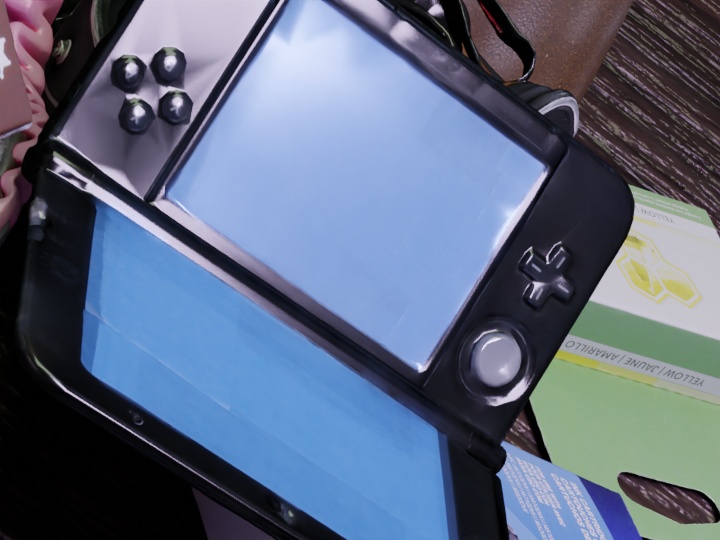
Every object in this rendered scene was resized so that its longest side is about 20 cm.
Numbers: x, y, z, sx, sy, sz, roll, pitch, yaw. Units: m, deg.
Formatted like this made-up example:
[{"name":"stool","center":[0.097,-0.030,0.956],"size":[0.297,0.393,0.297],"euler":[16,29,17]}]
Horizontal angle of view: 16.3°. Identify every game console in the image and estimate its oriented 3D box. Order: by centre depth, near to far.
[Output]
[{"name":"game console","center":[0.000,0.000,0.810],"size":[0.200,0.176,0.116],"euler":[35,-7,-24]}]

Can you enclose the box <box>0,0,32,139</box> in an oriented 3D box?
[{"name":"box","center":[-0.213,-0.053,0.769],"size":[0.100,0.200,0.075],"euler":[-32,114,-60]}]

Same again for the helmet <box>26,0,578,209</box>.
[{"name":"helmet","center":[-0.034,-0.047,0.962],"size":[0.200,0.191,0.200],"euler":[50,-6,8]}]

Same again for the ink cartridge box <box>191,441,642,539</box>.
[{"name":"ink cartridge box","center":[0.048,0.128,0.912],"size":[0.200,0.076,0.137],"euler":[28,26,-36]}]

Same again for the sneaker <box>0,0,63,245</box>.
[{"name":"sneaker","center":[-0.158,-0.065,0.877],"size":[0.095,0.079,0.200],"euler":[22,38,-21]}]

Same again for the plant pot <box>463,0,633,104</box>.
[{"name":"plant pot","center":[0.070,-0.171,1.216],"size":[0.187,0.200,0.187],"euler":[27,34,-20]}]

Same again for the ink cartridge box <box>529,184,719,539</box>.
[{"name":"ink cartridge box","center":[0.131,0.038,1.167],"size":[0.145,0.048,0.200],"euler":[16,36,-34]}]

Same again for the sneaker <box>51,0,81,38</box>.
[{"name":"sneaker","center":[-0.168,-0.112,1.010],"size":[0.200,0.078,0.085],"euler":[0,48,-46]}]
